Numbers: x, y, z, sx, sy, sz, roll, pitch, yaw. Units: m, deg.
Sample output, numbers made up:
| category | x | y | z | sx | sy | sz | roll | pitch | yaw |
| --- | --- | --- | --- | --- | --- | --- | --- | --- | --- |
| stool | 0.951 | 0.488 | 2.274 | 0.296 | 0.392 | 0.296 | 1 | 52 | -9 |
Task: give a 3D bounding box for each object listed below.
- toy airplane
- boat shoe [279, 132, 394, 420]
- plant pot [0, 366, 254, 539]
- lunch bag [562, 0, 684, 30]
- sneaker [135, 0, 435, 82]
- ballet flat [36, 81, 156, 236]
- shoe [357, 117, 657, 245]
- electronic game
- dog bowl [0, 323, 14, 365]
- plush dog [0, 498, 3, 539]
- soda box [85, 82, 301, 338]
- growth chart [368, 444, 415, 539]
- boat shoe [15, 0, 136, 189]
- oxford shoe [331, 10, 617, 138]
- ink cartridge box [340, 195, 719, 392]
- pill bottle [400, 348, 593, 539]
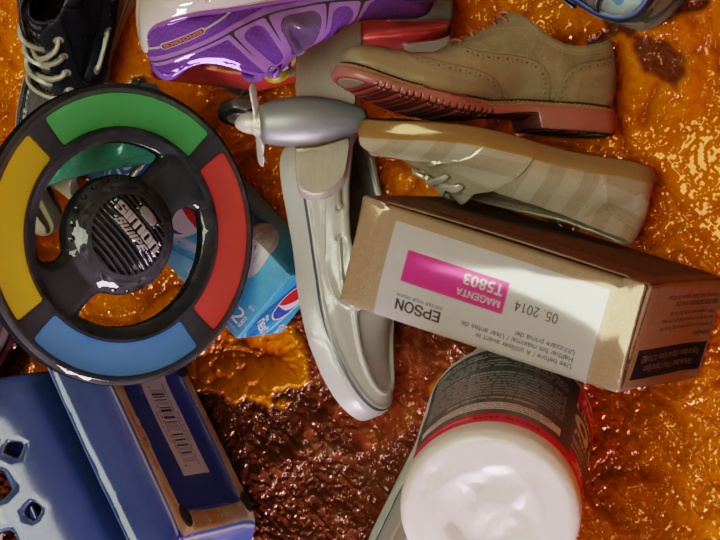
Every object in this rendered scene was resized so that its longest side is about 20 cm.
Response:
| category | x | y | z | sx | sy | sz | roll | pitch | yaw |
| --- | --- | --- | --- | --- | --- | --- | --- | --- | --- |
| toy airplane | -0.032 | -0.169 | 1.604 | 0.199 | 0.141 | 0.200 | -48 | 58 | -1 |
| boat shoe | 0.000 | 0.000 | 1.641 | 0.066 | 0.072 | 0.200 | -16 | 77 | 30 |
| plant pot | -0.197 | 0.155 | 1.674 | 0.180 | 0.200 | 0.200 | -29 | 80 | 16 |
| lunch bag | 0.172 | -0.267 | 1.539 | 0.161 | 0.082 | 0.200 | 41 | 107 | 21 |
| sneaker | -0.047 | -0.163 | 1.521 | 0.081 | 0.200 | 0.083 | -127 | 33 | -56 |
| ballet flat | -0.214 | -0.063 | 1.667 | 0.200 | 0.067 | 0.070 | -23 | 97 | 29 |
| shoe | 0.094 | -0.060 | 1.550 | 0.200 | 0.070 | 0.053 | 12 | 90 | -8 |
| electronic game | -0.160 | -0.024 | 1.580 | 0.042 | 0.200 | 0.200 | -1 | 93 | 58 |
| dog bowl | -0.337 | 0.017 | 1.775 | 0.200 | 0.074 | 0.200 | -6 | 75 | 22 |
| plush dog | -0.350 | 0.187 | 1.785 | 0.172 | 0.160 | 0.200 | -5 | 90 | 2 |
| soda box | -0.117 | -0.044 | 1.692 | 0.200 | 0.068 | 0.064 | 45 | 110 | 17 |
| growth chart | 0.023 | 0.197 | 1.583 | 0.018 | 0.200 | 0.145 | 22 | 112 | -11 |
| boat shoe | -0.222 | -0.154 | 1.723 | 0.075 | 0.093 | 0.200 | 21 | 101 | 23 |
| oxford shoe | 0.075 | -0.132 | 1.552 | 0.070 | 0.200 | 0.075 | 2 | 85 | 64 |
| ink cartridge box | 0.111 | 0.012 | 1.533 | 0.200 | 0.165 | 0.075 | 19 | 100 | 24 |
| pill bottle | 0.091 | 0.113 | 1.520 | 0.111 | 0.200 | 0.111 | 3 | 110 | 8 |
